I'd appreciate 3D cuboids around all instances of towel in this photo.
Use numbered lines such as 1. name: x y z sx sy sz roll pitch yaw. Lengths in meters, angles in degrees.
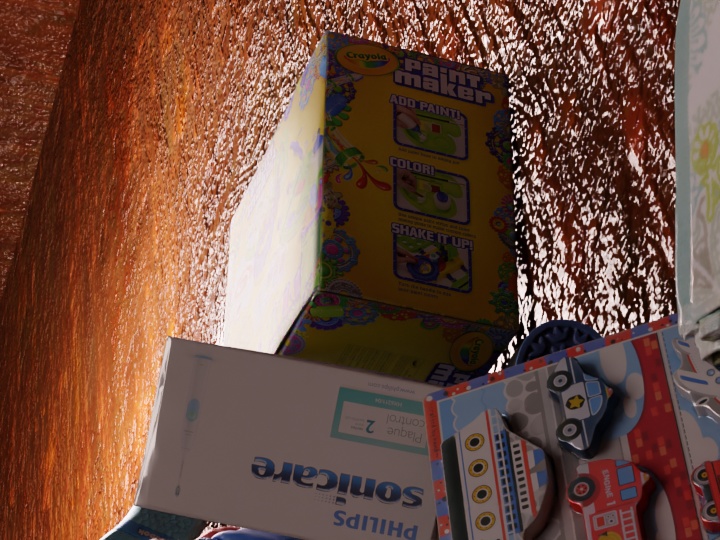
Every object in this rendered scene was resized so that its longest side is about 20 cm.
1. towel: 0.184 -0.073 0.784 0.171 0.048 0.200 140 138 -60

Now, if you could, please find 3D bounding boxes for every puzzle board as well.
1. puzzle board: 0.103 0.106 0.807 0.017 0.151 0.200 58 -161 -44

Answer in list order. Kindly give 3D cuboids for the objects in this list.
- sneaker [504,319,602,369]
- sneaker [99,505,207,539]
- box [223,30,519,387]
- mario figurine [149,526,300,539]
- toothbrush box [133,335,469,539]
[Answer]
1. sneaker: 0.081 0.126 0.957 0.078 0.070 0.200 98 -172 -73
2. sneaker: -0.187 0.265 1.687 0.200 0.080 0.131 -52 -14 -46
3. box: 0.000 0.000 1.200 0.200 0.122 0.193 121 156 -50
4. mario figurine: -0.049 0.189 1.148 0.123 0.200 0.106 43 111 22
5. toothbrush box: -0.016 0.089 0.999 0.200 0.146 0.085 26 -106 -81
